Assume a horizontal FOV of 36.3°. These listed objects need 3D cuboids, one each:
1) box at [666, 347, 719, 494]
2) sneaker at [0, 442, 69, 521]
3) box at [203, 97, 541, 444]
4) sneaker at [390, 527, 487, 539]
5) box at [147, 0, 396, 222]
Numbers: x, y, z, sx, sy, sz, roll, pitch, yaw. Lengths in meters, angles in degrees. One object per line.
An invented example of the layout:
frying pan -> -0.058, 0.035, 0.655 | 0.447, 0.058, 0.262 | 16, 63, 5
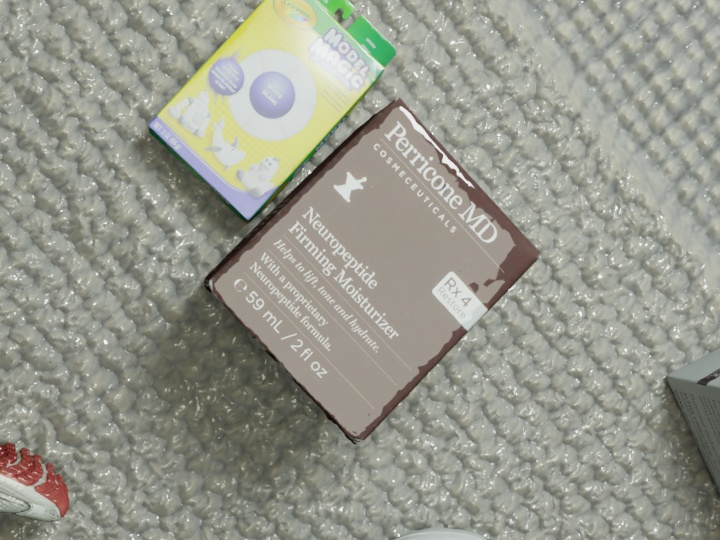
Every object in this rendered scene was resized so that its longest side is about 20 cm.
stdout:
box -> 0.410, 0.139, 0.952 | 0.197, 0.131, 0.202 | -26, 94, -8
sneaker -> -0.330, 0.175, 0.874 | 0.198, 0.078, 0.083 | 9, 93, 1
box -> 0.000, 0.000, 0.872 | 0.200, 0.164, 0.166 | -45, 96, -6
sneaker -> 0.028, 0.262, 0.902 | 0.198, 0.116, 0.075 | -6, 89, -10
box -> -0.069, -0.152, 0.923 | 0.117, 0.048, 0.200 | 42, 82, -7
